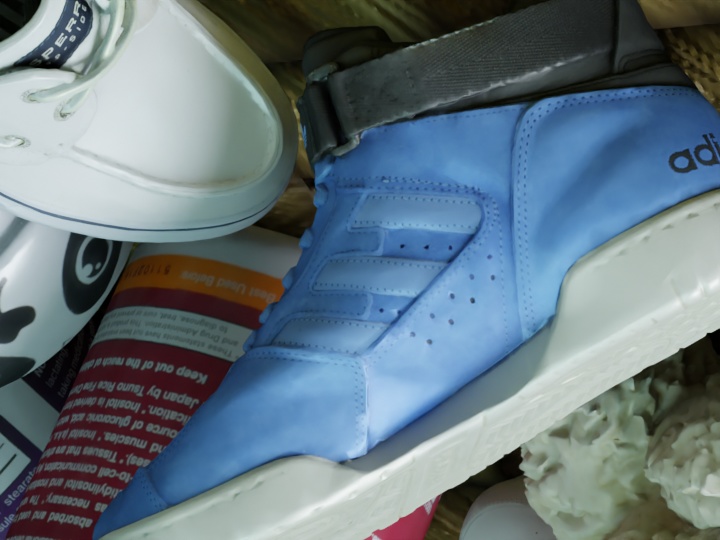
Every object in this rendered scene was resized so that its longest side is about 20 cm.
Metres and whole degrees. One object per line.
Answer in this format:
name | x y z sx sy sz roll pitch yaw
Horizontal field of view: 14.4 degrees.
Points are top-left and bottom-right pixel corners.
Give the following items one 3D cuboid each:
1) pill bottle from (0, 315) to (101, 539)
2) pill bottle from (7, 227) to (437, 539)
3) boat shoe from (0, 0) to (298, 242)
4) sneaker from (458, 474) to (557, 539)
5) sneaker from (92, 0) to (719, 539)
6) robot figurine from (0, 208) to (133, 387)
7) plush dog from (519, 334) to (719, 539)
pill bottle | -0.123 0.057 0.927 0.112 0.112 0.200 -13 132 43
pill bottle | -0.050 0.096 0.826 0.113 0.200 0.113 21 161 7
boat shoe | -0.090 -0.058 0.709 0.200 0.074 0.067 22 169 -30
sneaker | 0.088 0.123 0.855 0.200 0.080 0.076 36 125 42
sneaker | 0.001 0.000 0.732 0.200 0.111 0.077 -32 165 17
robot figurine | -0.151 -0.048 0.781 0.200 0.125 0.150 42 143 -26
plush dog | 0.147 0.059 0.753 0.200 0.160 0.172 25 123 -3
